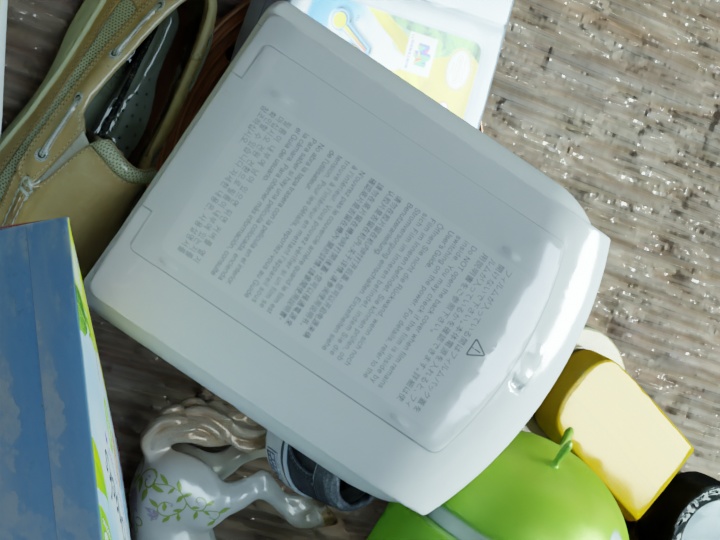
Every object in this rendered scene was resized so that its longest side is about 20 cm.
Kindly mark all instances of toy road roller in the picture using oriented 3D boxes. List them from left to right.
[{"bbox_3d":[0.096,0.122,1.271,0.146,0.123,0.200,-48,123,-12],"label":"toy road roller"}]

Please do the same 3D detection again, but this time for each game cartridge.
[{"bbox_3d":[-0.003,-0.080,1.179,0.133,0.040,0.200,13,93,-32],"label":"game cartridge"}]

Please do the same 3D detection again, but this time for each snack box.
[{"bbox_3d":[-0.135,0.103,1.030,0.068,0.169,0.200,-9,146,-3],"label":"snack box"}]

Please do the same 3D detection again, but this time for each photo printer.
[{"bbox_3d":[0.000,0.000,1.088,0.200,0.069,0.166,33,91,1],"label":"photo printer"}]

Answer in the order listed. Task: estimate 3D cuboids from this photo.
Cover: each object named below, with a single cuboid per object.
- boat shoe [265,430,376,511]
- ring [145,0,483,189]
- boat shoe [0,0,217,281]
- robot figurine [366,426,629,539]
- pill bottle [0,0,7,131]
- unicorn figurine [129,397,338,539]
[{"bbox_3d":[0.039,0.033,1.162,0.200,0.068,0.072,-46,123,-15],"label":"boat shoe"},{"bbox_3d":[-0.022,-0.049,1.214,0.200,0.019,0.201,-8,105,-32],"label":"ring"},{"bbox_3d":[-0.125,-0.049,1.108,0.072,0.076,0.200,24,87,-35],"label":"boat shoe"},{"bbox_3d":[0.049,0.162,1.146,0.116,0.175,0.200,30,95,1],"label":"robot figurine"},{"bbox_3d":[-0.205,-0.100,1.020,0.112,0.112,0.200,-2,101,-34],"label":"pill bottle"},{"bbox_3d":[-0.085,0.155,1.192,0.137,0.074,0.200,1,91,-24],"label":"unicorn figurine"}]
